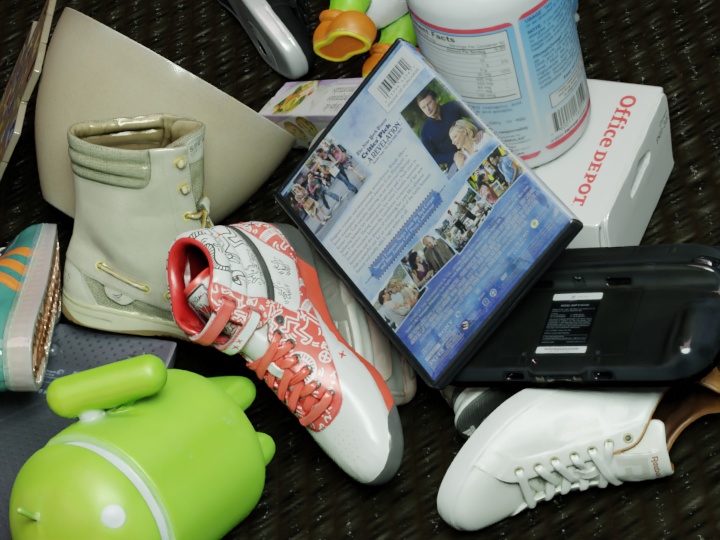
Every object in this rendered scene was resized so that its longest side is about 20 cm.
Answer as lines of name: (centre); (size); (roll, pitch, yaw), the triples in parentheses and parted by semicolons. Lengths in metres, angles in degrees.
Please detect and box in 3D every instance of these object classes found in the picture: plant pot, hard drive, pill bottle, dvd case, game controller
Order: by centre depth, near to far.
game controller: (0.139, 0.030, 1.162); (0.200, 0.042, 0.105); (-3, 56, 31)
dvd case: (0.039, -0.039, 1.193); (0.143, 0.018, 0.200); (-51, 55, 16)
pill bottle: (0.089, -0.171, 1.232); (0.108, 0.200, 0.109); (-9, 45, 9)
hard drive: (-0.217, 0.125, 1.276); (0.135, 0.042, 0.200); (7, 49, 24)
plant pot: (-0.167, -0.091, 1.386); (0.200, 0.200, 0.135); (31, 91, 37)

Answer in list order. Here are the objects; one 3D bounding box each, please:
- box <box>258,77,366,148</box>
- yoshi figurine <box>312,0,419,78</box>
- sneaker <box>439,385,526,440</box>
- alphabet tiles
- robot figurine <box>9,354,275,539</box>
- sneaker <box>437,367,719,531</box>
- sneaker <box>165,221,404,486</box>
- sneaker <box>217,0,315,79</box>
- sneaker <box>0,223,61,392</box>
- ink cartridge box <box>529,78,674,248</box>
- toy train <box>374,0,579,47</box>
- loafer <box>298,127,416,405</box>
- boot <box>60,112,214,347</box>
box: (-0.022, -0.117, 1.377); (0.039, 0.041, 0.200); (-49, 20, -11)
yoshi figurine: (0.038, -0.240, 1.363); (0.112, 0.112, 0.200); (10, 66, 8)
sneaker: (0.136, 0.027, 1.236); (0.200, 0.076, 0.115); (-25, 47, -3)
alphabet tiles: (-0.276, -0.120, 1.445); (0.008, 0.200, 0.167); (19, 44, -17)
robot figurine: (-0.140, 0.138, 1.165); (0.115, 0.176, 0.200); (-3, 21, 37)
sneaker: (0.142, 0.110, 1.150); (0.200, 0.073, 0.085); (-34, 48, -8)
sneaker: (-0.056, 0.056, 1.187); (0.108, 0.067, 0.202); (-1, 56, -46)
sneaker: (-0.057, -0.246, 1.558); (0.112, 0.073, 0.200); (-29, 44, -8)
sneaker: (-0.256, 0.021, 1.295); (0.080, 0.072, 0.200); (0, 25, -1)
ink cartridge box: (0.110, -0.068, 1.328); (0.200, 0.083, 0.147); (10, 51, 26)
toy train: (0.086, -0.222, 1.462); (0.199, 0.114, 0.087); (6, 60, 23)
loafer: (0.000, 0.000, 1.273); (0.072, 0.063, 0.201); (-27, 62, 52)
boot: (-0.110, -0.029, 1.290); (0.199, 0.155, 0.072); (5, 27, -1)
